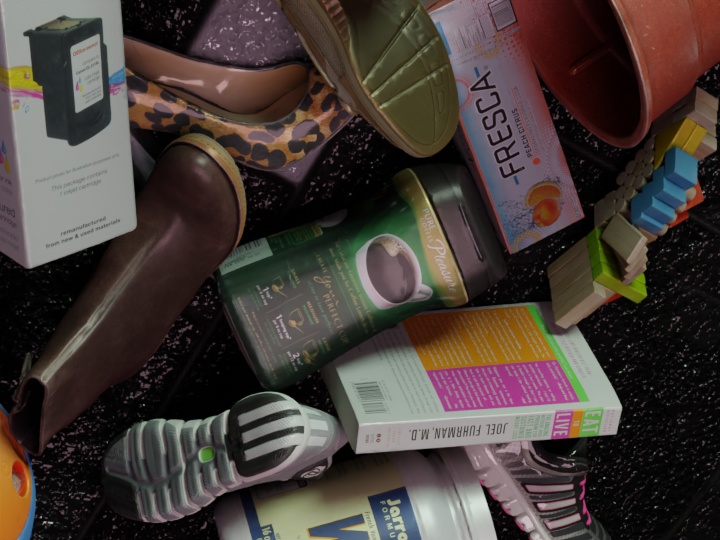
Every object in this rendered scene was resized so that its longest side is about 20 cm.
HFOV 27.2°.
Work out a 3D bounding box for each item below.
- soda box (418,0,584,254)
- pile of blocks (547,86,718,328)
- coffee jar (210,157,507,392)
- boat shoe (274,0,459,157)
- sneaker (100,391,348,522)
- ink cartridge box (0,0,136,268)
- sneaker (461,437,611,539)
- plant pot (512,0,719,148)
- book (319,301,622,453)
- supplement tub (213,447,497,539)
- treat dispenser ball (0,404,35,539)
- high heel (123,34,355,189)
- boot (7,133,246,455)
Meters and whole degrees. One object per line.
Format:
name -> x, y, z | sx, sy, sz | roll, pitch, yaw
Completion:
soda box -> 0.091, -0.116, 1.038 | 0.063, 0.069, 0.201 | -25, 121, -3
pile of blocks -> 0.219, -0.035, 1.111 | 0.062, 0.082, 0.201 | 24, 108, -26
coffee jar -> 0.000, 0.000, 1.060 | 0.198, 0.085, 0.105 | -24, 104, -2
boat shoe -> -0.011, -0.159, 0.955 | 0.073, 0.063, 0.201 | -45, 104, -25
sneaker -> -0.091, 0.143, 1.106 | 0.199, 0.076, 0.115 | -17, 162, 34
ink cartridge box -> -0.212, -0.126, 0.889 | 0.082, 0.145, 0.202 | -24, 126, -37
sneaker -> 0.160, 0.170, 1.209 | 0.087, 0.074, 0.200 | -36, 117, 12
plant pot -> 0.202, -0.215, 0.956 | 0.194, 0.201, 0.202 | -31, 122, -7
book -> 0.077, 0.079, 1.101 | 0.198, 0.134, 0.049 | -2, 119, -15
supplement tub -> -0.002, 0.220, 1.147 | 0.198, 0.145, 0.146 | -15, 121, -8
treat dispenser ball -> -0.316, 0.155, 0.986 | 0.199, 0.201, 0.203 | -7, 120, -13
high heel -> -0.087, -0.132, 0.972 | 0.198, 0.072, 0.143 | -25, 128, 8
boot -> -0.151, 0.020, 0.959 | 0.072, 0.167, 0.201 | 33, 139, 4
